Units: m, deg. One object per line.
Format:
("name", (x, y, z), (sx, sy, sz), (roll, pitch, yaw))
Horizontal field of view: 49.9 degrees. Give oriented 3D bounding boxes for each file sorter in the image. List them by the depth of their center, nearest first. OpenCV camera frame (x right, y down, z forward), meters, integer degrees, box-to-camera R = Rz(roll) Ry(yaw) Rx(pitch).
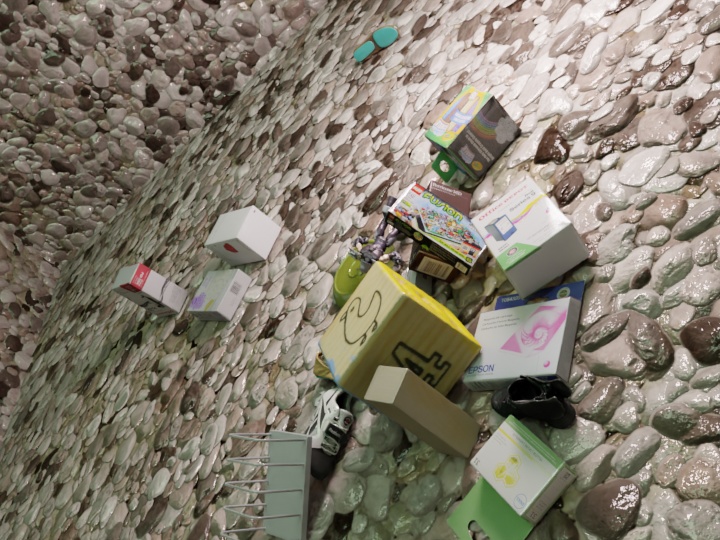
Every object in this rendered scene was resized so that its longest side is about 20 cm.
("file sorter", (-0.186, 0.415, 1.491), (0.138, 0.124, 0.203), (-7, 77, 50))

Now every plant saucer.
("plant saucer", (0.000, 0.000, 1.847), (0.199, 0.031, 0.201), (-34, 35, 28))

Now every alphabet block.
("alphabet block", (0.067, 0.136, 1.413), (0.201, 0.195, 0.195), (-54, 23, 7))

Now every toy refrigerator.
("toy refrigerator", (0.107, 0.233, 1.286), (0.076, 0.200, 0.070), (-3, 54, 52))

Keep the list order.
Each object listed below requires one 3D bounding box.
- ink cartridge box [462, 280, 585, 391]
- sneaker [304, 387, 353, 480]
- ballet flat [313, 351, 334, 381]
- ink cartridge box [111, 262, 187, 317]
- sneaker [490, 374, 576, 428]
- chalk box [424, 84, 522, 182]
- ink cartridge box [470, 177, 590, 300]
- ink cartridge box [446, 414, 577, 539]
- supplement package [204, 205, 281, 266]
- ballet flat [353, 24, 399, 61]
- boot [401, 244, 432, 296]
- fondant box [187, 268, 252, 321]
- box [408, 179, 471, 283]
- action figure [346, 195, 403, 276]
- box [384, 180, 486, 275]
("ink cartridge box", (0.283, 0.107, 1.342), (0.195, 0.043, 0.202), (-16, 47, 46))
("sneaker", (-0.058, 0.317, 1.545), (0.088, 0.074, 0.202), (-29, 38, 37))
("ballet flat", (-0.043, 0.207, 1.637), (0.199, 0.068, 0.064), (2, 92, 55))
("ink cartridge box", (-0.692, 0.067, 2.544), (0.146, 0.199, 0.084), (-13, 50, 47))
("sneaker", (0.260, 0.197, 1.213), (0.199, 0.104, 0.060), (3, 60, 54))
("chalk box", (0.238, -0.295, 1.746), (0.200, 0.124, 0.124), (-47, 31, 5))
("ink cartridge box", (0.307, -0.063, 1.424), (0.145, 0.088, 0.201), (-35, 29, 10))
("ink cartridge box", (0.216, 0.340, 1.179), (0.200, 0.048, 0.145), (-49, 31, 0))
("supplement package", (-0.359, -0.102, 2.349), (0.199, 0.121, 0.121), (-9, 50, 50))
("ballet flat", (0.060, -0.758, 2.554), (0.199, 0.068, 0.073), (-28, 18, 41))
("boot", (0.107, 0.005, 1.656), (0.095, 0.073, 0.201), (-28, 33, 39))
("fondant box", (-0.423, 0.074, 2.313), (0.199, 0.058, 0.145), (-5, 54, 53))
("box", (0.169, -0.083, 1.622), (0.075, 0.099, 0.202), (118, 167, -51))
("action figure", (0.053, -0.068, 1.776), (0.129, 0.070, 0.201), (28, 74, 16))
("box", (0.159, -0.087, 1.552), (0.110, 0.199, 0.035), (-50, -10, -36))
